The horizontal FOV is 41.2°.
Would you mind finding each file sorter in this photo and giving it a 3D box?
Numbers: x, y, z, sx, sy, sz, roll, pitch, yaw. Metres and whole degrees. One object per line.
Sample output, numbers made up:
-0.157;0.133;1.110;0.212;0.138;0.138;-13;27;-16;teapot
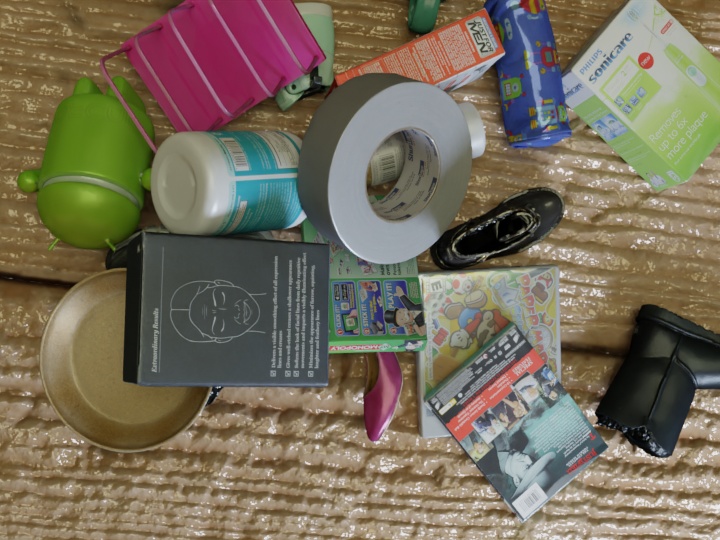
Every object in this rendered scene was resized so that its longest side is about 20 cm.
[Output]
-0.162;-0.231;1.055;0.198;0.126;0.140;-29;107;15;file sorter

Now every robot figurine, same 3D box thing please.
-0.295;-0.114;1.072;0.173;0.116;0.203;0;67;10;robot figurine

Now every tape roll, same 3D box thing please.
0.029;-0.112;1.056;0.198;0.066;0.203;-15;117;-33;tape roll

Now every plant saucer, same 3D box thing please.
-0.255;0.098;1.067;0.197;0.035;0.203;0;92;3;plant saucer

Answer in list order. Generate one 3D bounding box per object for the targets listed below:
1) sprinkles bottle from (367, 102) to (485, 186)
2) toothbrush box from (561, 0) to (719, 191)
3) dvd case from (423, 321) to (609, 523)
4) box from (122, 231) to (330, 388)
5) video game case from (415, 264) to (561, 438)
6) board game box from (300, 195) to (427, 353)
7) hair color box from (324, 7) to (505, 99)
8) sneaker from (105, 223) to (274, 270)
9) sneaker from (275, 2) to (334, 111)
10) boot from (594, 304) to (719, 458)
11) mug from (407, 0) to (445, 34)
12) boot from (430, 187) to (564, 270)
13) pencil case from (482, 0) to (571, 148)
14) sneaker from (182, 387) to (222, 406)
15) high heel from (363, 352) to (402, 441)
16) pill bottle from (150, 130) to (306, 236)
0.049;-0.146;1.157;0.198;0.068;0.069;-17;89;-12;sprinkles bottle
0.364;-0.224;1.204;0.200;0.086;0.146;43;82;-2;toothbrush box
0.190;0.185;1.163;0.146;0.022;0.201;-40;99;-3;dvd case
-0.140;0.045;0.997;0.197;0.107;0.151;4;84;-22;box
0.156;0.098;1.170;0.179;0.023;0.203;-3;95;-9;video game case
0.000;0.000;1.119;0.133;0.029;0.202;-1;58;-8;board game box
0.061;-0.233;1.147;0.198;0.111;0.065;-25;90;-10;hair color box
-0.189;0.008;1.091;0.197;0.076;0.116;-8;49;-9;sneaker
-0.124;-0.249;1.139;0.198;0.074;0.120;-7;87;-9;sneaker
0.404;0.157;1.188;0.198;0.076;0.170;25;80;1;boot
0.095;-0.402;1.161;0.151;0.114;0.187;-27;90;-9;mug
0.175;-0.048;1.120;0.198;0.174;0.070;-26;90;-9;boot
0.202;-0.250;1.185;0.077;0.086;0.203;-10;88;-45;pencil case
-0.165;0.107;1.117;0.197;0.070;0.101;1;87;0;sneaker
0.004;0.095;1.135;0.095;0.067;0.203;14;79;-17;high heel
-0.122;-0.097;1.054;0.199;0.110;0.112;-9;87;-47;pill bottle
